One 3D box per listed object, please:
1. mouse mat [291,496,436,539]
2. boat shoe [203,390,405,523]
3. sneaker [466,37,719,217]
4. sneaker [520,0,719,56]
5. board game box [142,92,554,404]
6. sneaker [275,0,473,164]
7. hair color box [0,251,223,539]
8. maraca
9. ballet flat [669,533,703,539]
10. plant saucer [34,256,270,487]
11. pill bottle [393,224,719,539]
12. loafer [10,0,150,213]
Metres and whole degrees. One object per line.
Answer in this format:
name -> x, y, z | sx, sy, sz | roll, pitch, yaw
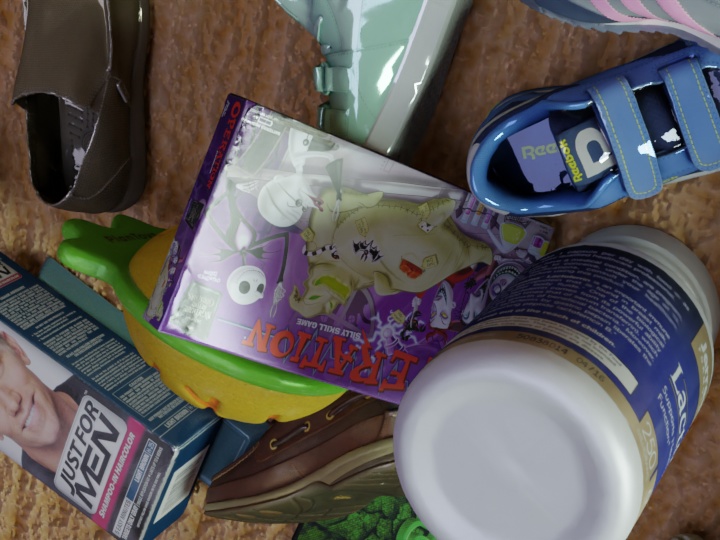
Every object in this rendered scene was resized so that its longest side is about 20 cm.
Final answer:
mouse mat -> 0.028, 0.200, 0.883 | 0.161, 0.008, 0.201 | 31, 122, 15
boat shoe -> -0.025, 0.114, 0.842 | 0.200, 0.072, 0.068 | -26, 60, 43
sneaker -> 0.140, -0.070, 0.668 | 0.199, 0.082, 0.074 | -19, 98, 30
sneaker -> 0.141, -0.148, 0.618 | 0.199, 0.070, 0.082 | 22, 159, 31
board game box -> 0.000, 0.000, 0.700 | 0.032, 0.199, 0.120 | 35, 103, 58
sneaker -> -0.016, -0.117, 0.737 | 0.118, 0.074, 0.201 | 25, 110, 11
hair color box -> -0.197, 0.086, 0.908 | 0.200, 0.060, 0.100 | 33, 122, 14
maraca -> -0.085, 0.017, 0.788 | 0.200, 0.137, 0.107 | 30, 106, 24
ballet flat -> 0.206, 0.161, 0.743 | 0.200, 0.075, 0.064 | -42, 56, 30
plant saucer -> -0.153, 0.075, 0.926 | 0.200, 0.019, 0.070 | 35, 123, 11
pill bottle -> 0.106, 0.053, 0.665 | 0.115, 0.200, 0.116 | 11, 116, 24
loafer -> -0.172, -0.125, 0.826 | 0.076, 0.067, 0.201 | 5, 112, 27
